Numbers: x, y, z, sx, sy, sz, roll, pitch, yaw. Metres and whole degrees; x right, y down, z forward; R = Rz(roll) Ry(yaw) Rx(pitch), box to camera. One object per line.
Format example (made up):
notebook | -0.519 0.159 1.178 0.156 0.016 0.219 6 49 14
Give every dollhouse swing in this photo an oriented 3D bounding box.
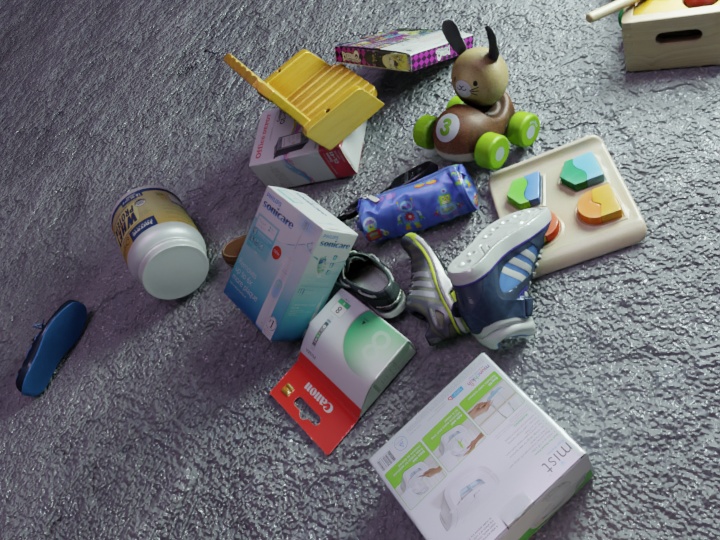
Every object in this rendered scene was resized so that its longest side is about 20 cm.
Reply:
dollhouse swing | -0.102 -0.339 1.101 0.182 0.176 0.200 -40 49 -3

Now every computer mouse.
computer mouse | 0.047 -0.127 1.088 0.199 0.034 0.059 -26 23 20

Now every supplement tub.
supplement tub | -0.377 -0.054 1.192 0.144 0.144 0.200 -40 50 -1

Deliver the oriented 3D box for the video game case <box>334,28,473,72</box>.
video game case | 0.083 -0.418 1.187 0.181 0.036 0.200 21 38 35

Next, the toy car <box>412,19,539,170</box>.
toy car | 0.176 -0.286 0.994 0.158 0.201 0.164 -36 43 -27

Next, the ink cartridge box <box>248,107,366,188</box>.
ink cartridge box | -0.099 -0.246 1.206 0.199 0.086 0.148 -7 58 23

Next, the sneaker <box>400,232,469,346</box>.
sneaker | 0.096 0.024 0.940 0.081 0.074 0.200 -33 49 10

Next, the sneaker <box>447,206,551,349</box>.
sneaker | 0.209 0.017 0.866 0.200 0.147 0.080 -37 20 -30

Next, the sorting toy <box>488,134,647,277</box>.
sorting toy | 0.295 -0.101 0.934 0.184 0.036 0.201 -20 53 16

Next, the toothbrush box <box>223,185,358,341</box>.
toothbrush box | -0.114 -0.010 1.003 0.146 0.085 0.201 39 110 34

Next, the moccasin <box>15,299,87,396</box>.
moccasin | -0.617 0.143 1.237 0.068 0.081 0.201 14 67 39

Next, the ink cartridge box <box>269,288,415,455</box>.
ink cartridge box | -0.038 0.145 0.948 0.200 0.050 0.161 -47 50 -9

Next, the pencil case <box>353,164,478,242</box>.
pencil case | 0.087 -0.108 1.018 0.199 0.087 0.078 -17 37 17

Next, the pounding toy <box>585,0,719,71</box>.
pounding toy | 0.470 -0.408 0.969 0.199 0.142 0.185 4 62 30

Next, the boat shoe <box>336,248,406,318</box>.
boat shoe | 0.000 0.000 1.001 0.076 0.060 0.200 -44 44 -13

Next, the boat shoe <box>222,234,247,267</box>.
boat shoe | -0.172 -0.052 1.131 0.199 0.068 0.072 -8 57 24

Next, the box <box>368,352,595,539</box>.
box | 0.143 0.236 0.759 0.200 0.097 0.176 -43 51 -3
